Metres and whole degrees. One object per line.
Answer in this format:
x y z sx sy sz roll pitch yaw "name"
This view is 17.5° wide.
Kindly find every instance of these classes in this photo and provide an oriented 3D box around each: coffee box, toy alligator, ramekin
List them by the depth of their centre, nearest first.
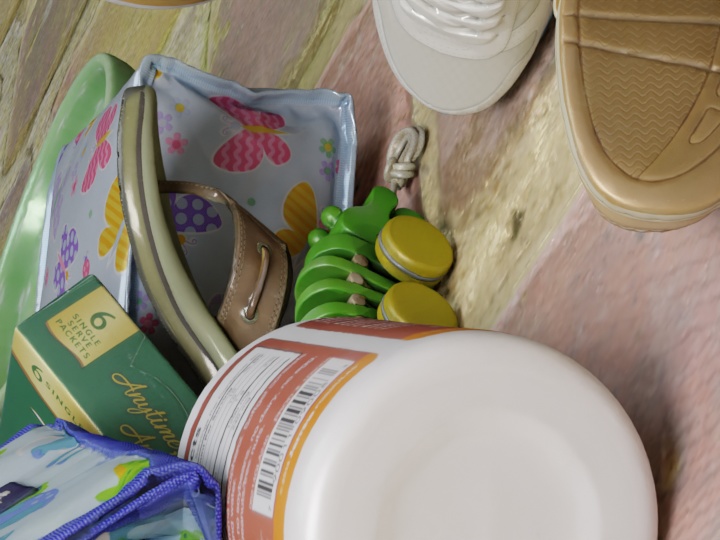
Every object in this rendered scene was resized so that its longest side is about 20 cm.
0.000 0.000 0.922 0.059 0.054 0.201 -57 22 35 "toy alligator"
-0.099 0.098 0.951 0.044 0.123 0.200 -33 -15 -27 "coffee box"
-0.126 -0.005 1.241 0.200 0.097 0.201 -161 90 -73 "ramekin"

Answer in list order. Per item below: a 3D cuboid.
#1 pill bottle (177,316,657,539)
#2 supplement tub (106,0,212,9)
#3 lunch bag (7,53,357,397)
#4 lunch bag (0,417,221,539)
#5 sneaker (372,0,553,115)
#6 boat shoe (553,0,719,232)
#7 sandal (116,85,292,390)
0.005 0.071 0.735 0.200 0.112 0.113 -177 106 -73 "pill bottle"
-0.072 -0.183 0.924 0.200 0.144 0.146 170 118 -73 "supplement tub"
-0.086 0.025 1.048 0.169 0.126 0.201 153 123 -67 "lunch bag"
-0.123 0.142 0.746 0.201 0.127 0.170 -60 20 -11 "lunch bag"
0.036 -0.124 0.831 0.201 0.076 0.081 99 -167 -49 "sneaker"
0.096 -0.091 0.723 0.069 0.073 0.201 93 -175 -60 "boat shoe"
-0.047 0.019 0.928 0.080 0.057 0.202 -145 31 -87 "sandal"
